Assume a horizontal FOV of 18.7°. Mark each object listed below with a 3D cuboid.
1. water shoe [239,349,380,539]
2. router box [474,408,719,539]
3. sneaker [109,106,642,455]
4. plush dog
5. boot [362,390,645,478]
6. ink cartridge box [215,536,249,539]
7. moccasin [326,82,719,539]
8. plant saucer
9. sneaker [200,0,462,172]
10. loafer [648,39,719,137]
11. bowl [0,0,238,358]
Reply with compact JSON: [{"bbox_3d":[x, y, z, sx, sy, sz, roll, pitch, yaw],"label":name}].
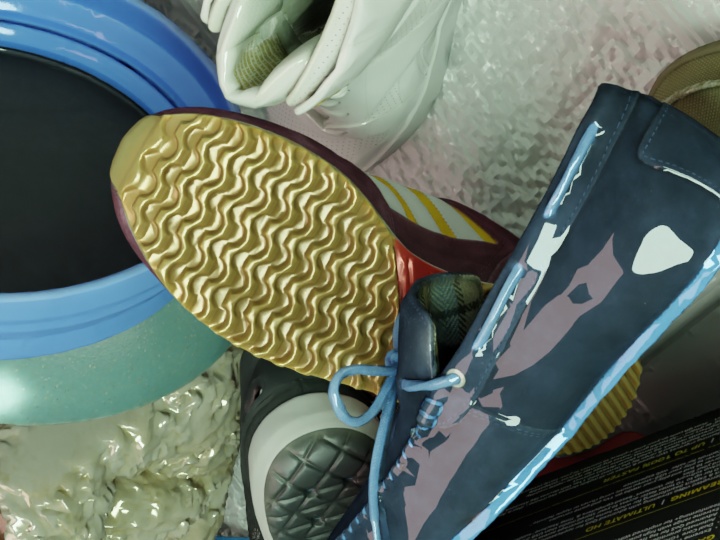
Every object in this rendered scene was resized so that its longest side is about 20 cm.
[{"bbox_3d":[-0.008,0.108,0.849,0.079,0.071,0.200,-109,12,-47],"label":"water shoe"},{"bbox_3d":[0.097,0.094,0.681,0.200,0.149,0.051,-24,99,26],"label":"router box"},{"bbox_3d":[0.000,0.000,0.767,0.200,0.075,0.090,29,-171,-17],"label":"sneaker"},{"bbox_3d":[-0.099,0.064,0.970,0.172,0.160,0.200,97,161,-58],"label":"plush dog"},{"bbox_3d":[0.034,0.078,0.867,0.144,0.072,0.200,52,146,7],"label":"boot"},{"bbox_3d":[-0.097,0.219,0.994,0.068,0.115,0.200,109,158,-46],"label":"ink cartridge box"},{"bbox_3d":[0.042,0.023,0.689,0.068,0.080,0.200,38,111,-1],"label":"moccasin"},{"bbox_3d":[-0.136,-0.023,0.869,0.200,0.200,0.036,37,136,23],"label":"plant saucer"},{"bbox_3d":[-0.018,-0.082,0.767,0.074,0.116,0.200,44,143,12],"label":"sneaker"},{"bbox_3d":[0.160,-0.016,0.656,0.200,0.067,0.076,21,131,37],"label":"loafer"},{"bbox_3d":[-0.145,-0.045,0.823,0.201,0.201,0.039,37,136,23],"label":"bowl"}]
